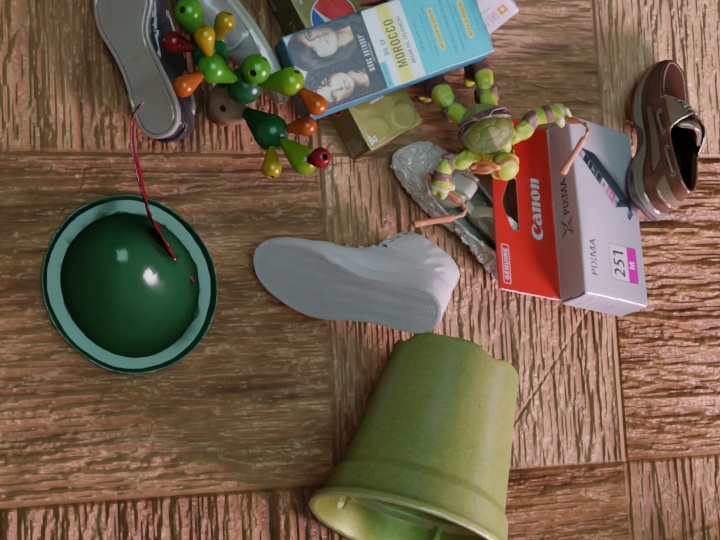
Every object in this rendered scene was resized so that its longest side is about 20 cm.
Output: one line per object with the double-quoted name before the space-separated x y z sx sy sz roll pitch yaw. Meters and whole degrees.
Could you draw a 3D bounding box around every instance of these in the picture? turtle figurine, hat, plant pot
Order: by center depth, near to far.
"hat" -0.203 -0.006 1.206 0.166 0.176 0.200 -44 98 -18
"plant pot" 0.070 0.170 1.289 0.199 0.200 0.186 24 65 -15
"turtle figurine" 0.115 -0.139 1.339 0.199 0.064 0.162 -30 55 6

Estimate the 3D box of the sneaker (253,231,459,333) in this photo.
"sneaker" 0.000 0.000 1.339 0.198 0.116 0.074 17 117 12

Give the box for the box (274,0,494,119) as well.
"box" 0.023 -0.217 1.304 0.199 0.049 0.083 -21 92 -12

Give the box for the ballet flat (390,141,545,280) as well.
"ballet flat" 0.120 -0.065 1.385 0.200 0.072 0.072 44 72 -9

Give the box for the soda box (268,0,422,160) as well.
"soda box" -0.018 -0.218 1.356 0.067 0.064 0.201 -29 94 -18

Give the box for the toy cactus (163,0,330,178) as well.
"toy cactus" -0.117 -0.160 1.261 0.200 0.165 0.103 41 74 -9

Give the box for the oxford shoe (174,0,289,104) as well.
"oxford shoe" -0.140 -0.243 1.314 0.058 0.075 0.201 -37 93 -14

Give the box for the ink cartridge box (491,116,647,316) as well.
"ink cartridge box" 0.216 -0.065 1.387 0.172 0.043 0.202 12 66 -34

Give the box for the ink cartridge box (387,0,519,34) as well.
"ink cartridge box" 0.066 -0.303 1.348 0.094 0.037 0.200 -37 129 19

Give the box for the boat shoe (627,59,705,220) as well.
"boat shoe" 0.341 -0.147 1.444 0.075 0.072 0.201 30 55 -33

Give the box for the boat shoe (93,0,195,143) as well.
"boat shoe" -0.210 -0.220 1.303 0.066 0.057 0.202 -18 85 16
